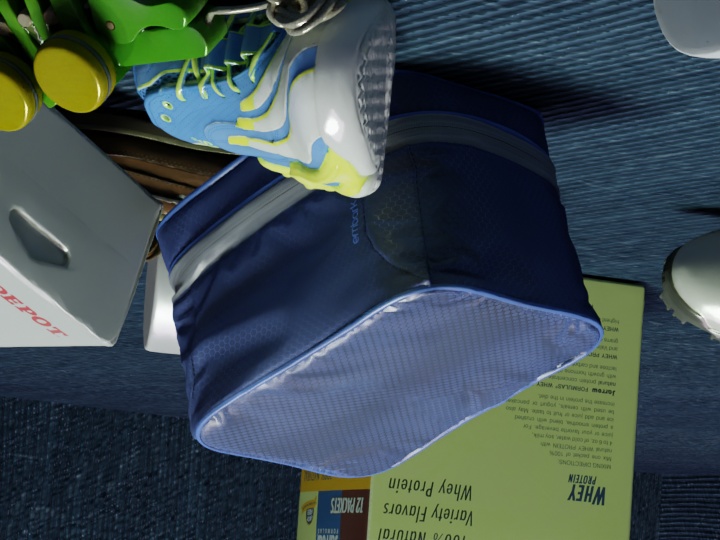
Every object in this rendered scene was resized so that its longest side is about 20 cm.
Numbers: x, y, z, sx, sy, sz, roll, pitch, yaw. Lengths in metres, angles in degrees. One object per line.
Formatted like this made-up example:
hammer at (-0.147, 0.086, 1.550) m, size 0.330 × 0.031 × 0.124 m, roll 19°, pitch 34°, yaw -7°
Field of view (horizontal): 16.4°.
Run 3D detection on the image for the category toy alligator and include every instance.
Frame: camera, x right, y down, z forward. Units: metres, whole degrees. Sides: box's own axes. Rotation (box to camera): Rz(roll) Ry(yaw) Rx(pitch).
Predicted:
toy alligator at (-0.093, -0.097, 0.911) m, size 0.199 × 0.059 × 0.054 m, roll -11°, pitch 121°, yaw 39°

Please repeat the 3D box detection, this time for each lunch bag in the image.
lunch bag at (0.000, 0.000, 1.147) m, size 0.135 × 0.133 × 0.200 m, roll 17°, pitch 142°, yaw -43°

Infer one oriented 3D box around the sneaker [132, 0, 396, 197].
sneaker at (-0.040, -0.068, 0.956) m, size 0.104 × 0.076 × 0.200 m, roll 6°, pitch 177°, yaw 1°

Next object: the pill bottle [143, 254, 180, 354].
pill bottle at (-0.016, 0.009, 1.367) m, size 0.199 × 0.121 × 0.120 m, roll 5°, pitch 172°, yaw -8°

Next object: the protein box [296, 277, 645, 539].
protein box at (0.074, 0.104, 1.717) m, size 0.197 × 0.201 × 0.135 m, roll 7°, pitch 172°, yaw -22°

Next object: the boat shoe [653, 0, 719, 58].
boat shoe at (0.168, -0.094, 0.733) m, size 0.065 × 0.074 × 0.200 m, roll 3°, pitch -176°, yaw -29°

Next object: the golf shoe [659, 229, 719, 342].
golf shoe at (0.264, -0.006, 1.363) m, size 0.199 × 0.078 × 0.088 m, roll 1°, pitch 152°, yaw 6°

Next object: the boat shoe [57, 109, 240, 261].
boat shoe at (-0.113, -0.040, 1.254) m, size 0.199 × 0.068 × 0.072 m, roll 4°, pitch 174°, yaw 13°

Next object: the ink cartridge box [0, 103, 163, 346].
ink cartridge box at (-0.216, -0.029, 1.193) m, size 0.199 × 0.084 × 0.145 m, roll -1°, pitch 150°, yaw 37°
